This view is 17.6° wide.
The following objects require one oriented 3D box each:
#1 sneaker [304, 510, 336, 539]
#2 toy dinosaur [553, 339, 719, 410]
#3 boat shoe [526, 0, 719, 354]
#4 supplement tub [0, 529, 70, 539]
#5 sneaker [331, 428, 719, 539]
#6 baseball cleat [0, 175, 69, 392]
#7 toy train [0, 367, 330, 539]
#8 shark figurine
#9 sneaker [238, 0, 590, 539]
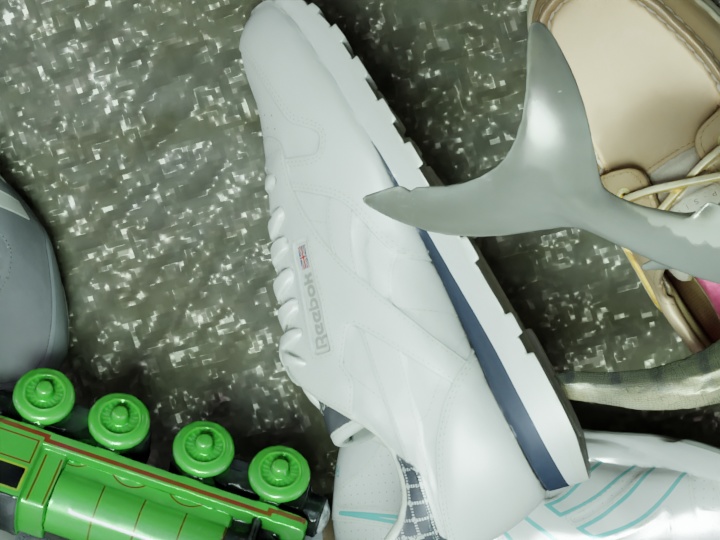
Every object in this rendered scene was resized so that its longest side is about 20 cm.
[{"bbox_3d":[-0.010,0.194,0.884,0.108,0.070,0.201,-20,106,14],"label":"sneaker"},{"bbox_3d":[0.169,0.023,0.738,0.199,0.047,0.089,-31,75,10],"label":"toy dinosaur"},{"bbox_3d":[0.123,-0.019,0.788,0.073,0.069,0.201,-33,100,19],"label":"boat shoe"},{"bbox_3d":[-0.151,0.148,0.863,0.199,0.132,0.133,24,111,3],"label":"supplement tub"},{"bbox_3d":[0.084,0.092,0.823,0.199,0.070,0.081,12,83,12],"label":"sneaker"},{"bbox_3d":[-0.170,-0.032,0.819,0.069,0.107,0.201,-26,104,12],"label":"baseball cleat"},{"bbox_3d":[-0.109,0.068,0.826,0.198,0.057,0.042,18,145,4],"label":"toy train"},{"bbox_3d":[0.114,-0.021,0.696,0.129,0.214,0.089,60,144,7],"label":"shark figurine"},{"bbox_3d":[0.000,0.000,0.784,0.080,0.076,0.201,-30,74,8],"label":"sneaker"}]
